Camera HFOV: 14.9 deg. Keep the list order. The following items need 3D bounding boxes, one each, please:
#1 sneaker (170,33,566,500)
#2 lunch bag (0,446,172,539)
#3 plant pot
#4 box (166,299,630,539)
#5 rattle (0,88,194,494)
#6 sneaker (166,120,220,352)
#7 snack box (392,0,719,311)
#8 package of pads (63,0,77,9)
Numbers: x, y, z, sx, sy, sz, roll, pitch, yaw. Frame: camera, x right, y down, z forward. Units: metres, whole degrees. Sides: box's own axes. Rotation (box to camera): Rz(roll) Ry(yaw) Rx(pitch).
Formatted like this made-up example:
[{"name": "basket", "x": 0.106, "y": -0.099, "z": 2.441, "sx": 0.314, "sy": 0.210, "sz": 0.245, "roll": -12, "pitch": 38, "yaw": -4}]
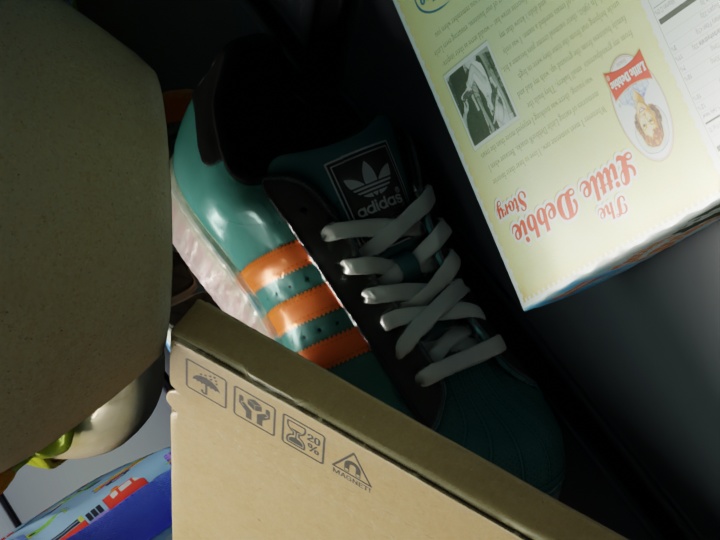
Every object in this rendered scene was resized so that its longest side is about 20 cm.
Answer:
[{"name": "sneaker", "x": 0.000, "y": 0.000, "z": 0.920, "sx": 0.200, "sy": 0.071, "sz": 0.080, "roll": 46, "pitch": 140, "yaw": 30}, {"name": "lunch bag", "x": -0.119, "y": 0.129, "z": 1.081, "sx": 0.094, "sy": 0.150, "sz": 0.200, "roll": 55, "pitch": 169, "yaw": 12}, {"name": "plant pot", "x": -0.130, "y": -0.017, "z": 0.874, "sx": 0.200, "sy": 0.134, "sz": 0.201, "roll": 178, "pitch": 90, "yaw": -81}, {"name": "box", "x": 0.023, "y": 0.108, "z": 0.900, "sx": 0.199, "sy": 0.021, "sz": 0.164, "roll": 29, "pitch": 146, "yaw": 17}, {"name": "rattle", "x": -0.144, "y": 0.020, "z": 1.089, "sx": 0.130, "sy": 0.143, "sz": 0.200, "roll": 54, "pitch": 137, "yaw": 11}, {"name": "sneaker", "x": -0.041, "y": 0.038, "z": 1.023, "sx": 0.201, "sy": 0.078, "sz": 0.090, "roll": 63, "pitch": 157, "yaw": 13}, {"name": "snack box", "x": 0.077, "y": -0.069, "z": 0.759, "sx": 0.117, "sy": 0.037, "sz": 0.200, "roll": 68, "pitch": 154, "yaw": 5}, {"name": "package of pads", "x": -0.181, "y": -0.007, "z": 1.064, "sx": 0.200, "sy": 0.068, "sz": 0.155, "roll": -42, "pitch": 42, "yaw": 30}]
